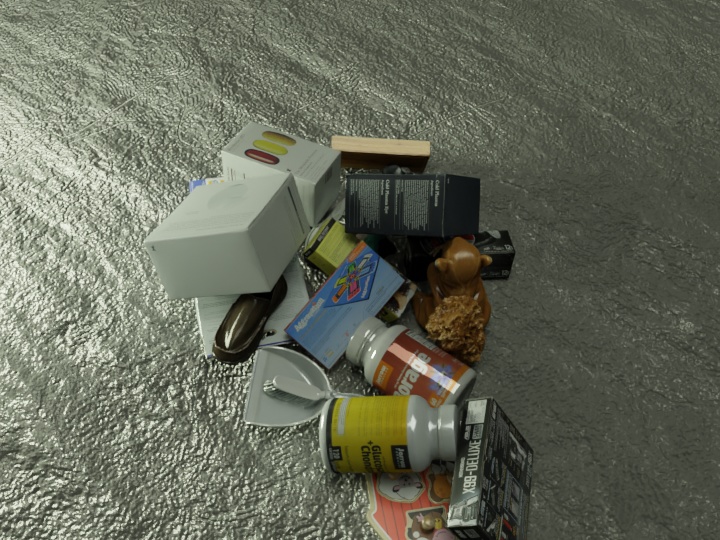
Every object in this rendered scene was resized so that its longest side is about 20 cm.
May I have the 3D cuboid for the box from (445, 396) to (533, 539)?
[{"bbox_3d":[0.192,0.310,1.106,0.049,0.158,0.201,-14,42,31],"label":"box"}]

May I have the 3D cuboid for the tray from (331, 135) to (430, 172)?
[{"bbox_3d":[0.039,-0.238,1.579,0.198,0.099,0.037,2,79,-2],"label":"tray"}]

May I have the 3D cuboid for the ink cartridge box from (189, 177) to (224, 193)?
[{"bbox_3d":[-0.233,-0.135,1.509,0.198,0.042,0.120,-5,49,-13],"label":"ink cartridge box"}]

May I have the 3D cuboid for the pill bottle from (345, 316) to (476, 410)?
[{"bbox_3d":[0.079,0.161,1.245,0.199,0.113,0.112,31,54,20],"label":"pill bottle"}]

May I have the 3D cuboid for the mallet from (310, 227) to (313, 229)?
[{"bbox_3d":[-0.172,-0.070,1.469,0.198,0.066,0.041,7,42,-19],"label":"mallet"}]

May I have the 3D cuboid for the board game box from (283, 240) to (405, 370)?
[{"bbox_3d":[-0.026,0.058,1.291,0.103,0.019,0.200,42,84,-10],"label":"board game box"}]

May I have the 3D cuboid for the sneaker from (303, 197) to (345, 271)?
[{"bbox_3d":[-0.033,-0.094,1.433,0.075,0.115,0.201,36,52,-6],"label":"sneaker"}]

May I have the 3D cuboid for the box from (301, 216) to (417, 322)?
[{"bbox_3d":[0.000,0.000,1.338,0.200,0.050,0.076,37,65,-9],"label":"box"}]

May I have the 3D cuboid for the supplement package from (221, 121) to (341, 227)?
[{"bbox_3d":[-0.150,-0.185,1.459,0.199,0.110,0.114,20,48,14],"label":"supplement package"}]

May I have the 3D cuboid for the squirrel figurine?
[{"bbox_3d":[0.170,0.049,1.295,0.140,0.187,0.201,2,49,-3],"label":"squirrel figurine"}]

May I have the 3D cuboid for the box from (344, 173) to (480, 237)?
[{"bbox_3d":[0.095,-0.114,1.340,0.181,0.105,0.200,3,5,26],"label":"box"}]

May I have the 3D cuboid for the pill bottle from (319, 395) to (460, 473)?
[{"bbox_3d":[0.046,0.244,1.142,0.198,0.112,0.113,-4,49,13],"label":"pill bottle"}]

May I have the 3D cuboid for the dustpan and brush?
[{"bbox_3d":[-0.076,0.198,1.230,0.199,0.057,0.140,18,53,-16],"label":"dustpan and brush"}]

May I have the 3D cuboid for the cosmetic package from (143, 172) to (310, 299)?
[{"bbox_3d":[-0.218,-0.058,1.297,0.198,0.124,0.200,-5,29,22],"label":"cosmetic package"}]

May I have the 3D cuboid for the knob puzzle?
[{"bbox_3d":[0.106,0.352,1.143,0.218,0.031,0.221,3,50,-3],"label":"knob puzzle"}]

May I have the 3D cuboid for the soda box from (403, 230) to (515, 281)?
[{"bbox_3d":[0.183,-0.028,1.436,0.198,0.071,0.064,-2,46,-7],"label":"soda box"}]

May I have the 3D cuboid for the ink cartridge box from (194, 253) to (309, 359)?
[{"bbox_3d":[-0.188,0.063,1.348,0.198,0.041,0.201,-9,53,-11],"label":"ink cartridge box"}]

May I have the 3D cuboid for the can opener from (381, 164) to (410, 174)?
[{"bbox_3d":[0.111,-0.147,1.547,0.200,0.079,0.063,39,18,21],"label":"can opener"}]

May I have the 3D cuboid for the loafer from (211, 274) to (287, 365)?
[{"bbox_3d":[-0.187,0.066,1.274,0.072,0.072,0.201,19,53,11],"label":"loafer"}]

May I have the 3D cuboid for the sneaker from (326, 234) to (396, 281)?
[{"bbox_3d":[-0.001,0.003,1.395,0.079,0.072,0.201,26,57,11],"label":"sneaker"}]
